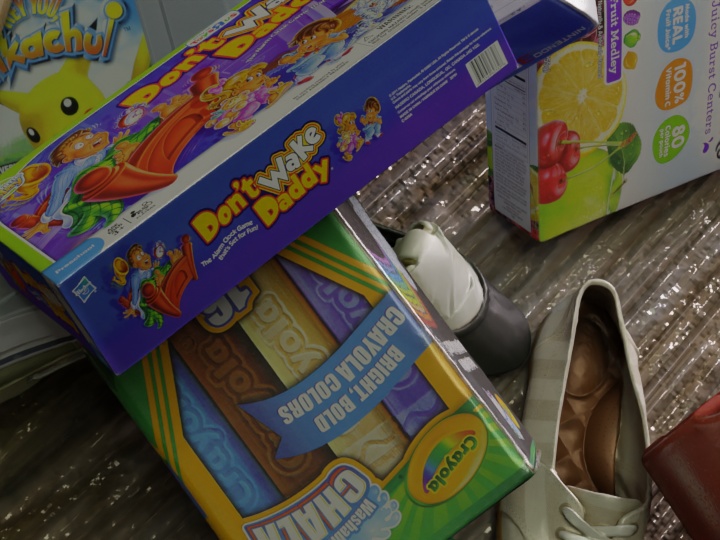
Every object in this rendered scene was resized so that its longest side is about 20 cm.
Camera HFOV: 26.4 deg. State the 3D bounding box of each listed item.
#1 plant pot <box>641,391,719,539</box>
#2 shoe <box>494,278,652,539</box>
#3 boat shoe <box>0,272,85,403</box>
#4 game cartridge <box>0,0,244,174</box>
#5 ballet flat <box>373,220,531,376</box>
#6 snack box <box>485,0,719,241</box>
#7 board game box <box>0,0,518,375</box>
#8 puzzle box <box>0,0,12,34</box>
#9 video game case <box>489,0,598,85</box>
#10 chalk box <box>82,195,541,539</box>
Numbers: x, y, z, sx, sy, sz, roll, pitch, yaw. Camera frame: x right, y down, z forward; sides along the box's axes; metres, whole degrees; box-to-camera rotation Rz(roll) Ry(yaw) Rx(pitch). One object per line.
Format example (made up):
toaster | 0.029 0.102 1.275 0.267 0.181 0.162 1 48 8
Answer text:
plant pot | 0.245 0.117 0.701 0.200 0.201 0.195 -32 76 -26
shoe | 0.108 0.097 0.761 0.070 0.053 0.201 11 62 -9
boat shoe | -0.147 0.013 0.699 0.199 0.062 0.072 -25 61 -2
game cartridge | -0.138 -0.081 0.725 0.199 0.040 0.134 -15 95 6
ballet flat | 0.000 0.000 0.773 0.199 0.068 0.068 19 58 -6
snack box | 0.162 -0.116 0.833 0.199 0.143 0.053 -21 37 -24
board game box | -0.054 -0.053 0.623 0.200 0.134 0.045 -39 119 -16
puzzle box | -0.238 -0.076 0.687 0.133 0.025 0.201 13 79 15
video game case | 0.023 -0.162 0.785 0.045 0.200 0.182 20 55 -41
chalk box | -0.002 0.076 0.674 0.124 0.125 0.200 -37 83 5
